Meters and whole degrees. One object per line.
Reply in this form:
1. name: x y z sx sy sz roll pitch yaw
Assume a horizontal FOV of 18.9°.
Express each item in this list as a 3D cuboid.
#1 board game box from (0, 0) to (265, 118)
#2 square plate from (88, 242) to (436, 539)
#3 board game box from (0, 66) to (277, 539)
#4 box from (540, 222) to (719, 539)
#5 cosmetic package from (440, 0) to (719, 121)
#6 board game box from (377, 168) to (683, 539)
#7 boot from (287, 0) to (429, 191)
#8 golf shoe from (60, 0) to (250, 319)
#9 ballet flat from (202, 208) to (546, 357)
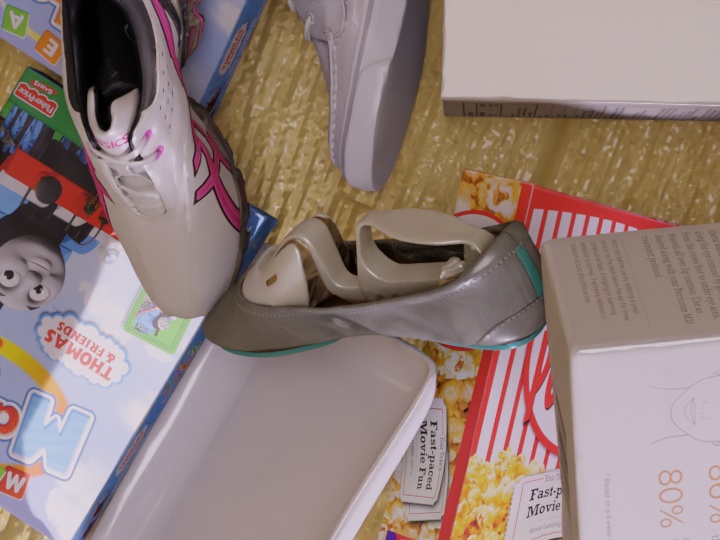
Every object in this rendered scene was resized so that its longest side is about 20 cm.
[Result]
1. board game box: -0.107 -0.183 1.067 0.151 0.037 0.201 32 119 8
2. square plate: -0.050 0.104 1.060 0.028 0.198 0.201 28 93 -32
3. board game box: -0.159 0.020 1.121 0.151 0.037 0.201 31 93 6
4. box: 0.183 0.066 0.906 0.198 0.106 0.153 -5 115 0
5. cosmetic package: 0.139 -0.112 1.071 0.198 0.104 0.074 2 90 2
6. board game box: 0.088 0.063 1.056 0.046 0.151 0.201 14 93 41
7. boot: -0.016 -0.145 1.105 0.095 0.074 0.202 8 87 14
8. golf shoe: -0.109 -0.064 1.033 0.072 0.092 0.201 -3 111 23
9. ballet flat: 0.000 0.000 0.995 0.199 0.067 0.064 -1 126 37
